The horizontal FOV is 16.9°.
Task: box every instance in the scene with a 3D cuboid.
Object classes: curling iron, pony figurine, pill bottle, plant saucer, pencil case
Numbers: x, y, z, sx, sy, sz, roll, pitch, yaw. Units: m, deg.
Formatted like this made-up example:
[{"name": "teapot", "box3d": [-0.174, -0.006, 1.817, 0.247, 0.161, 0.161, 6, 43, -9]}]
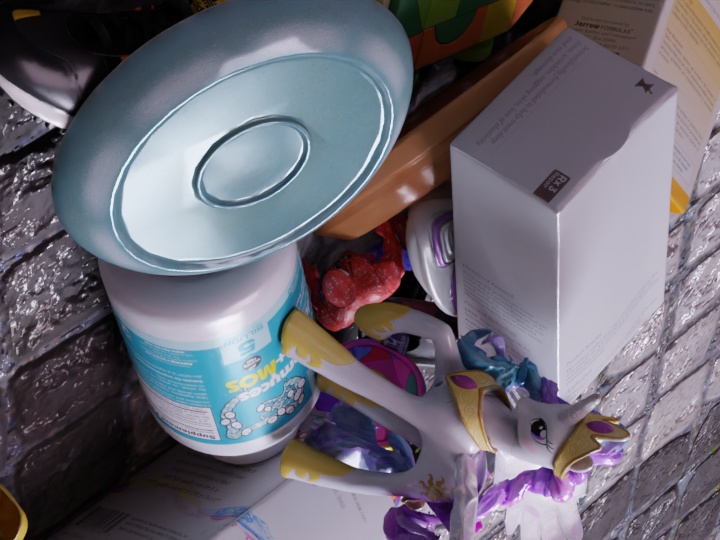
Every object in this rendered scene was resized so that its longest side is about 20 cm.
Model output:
[{"name": "curling iron", "box3d": [0.082, 0.040, 1.617, 0.199, 0.026, 0.050, 4, 149, -30]}, {"name": "pony figurine", "box3d": [0.054, 0.112, 1.373, 0.167, 0.199, 0.194, -50, 152, -43]}, {"name": "pill bottle", "box3d": [-0.081, 0.034, 1.405, 0.111, 0.111, 0.200, -41, 151, -18]}, {"name": "plant saucer", "box3d": [0.046, -0.078, 1.426, 0.200, 0.038, 0.200, -35, -175, 4]}, {"name": "pencil case", "box3d": [-0.006, 0.115, 1.613, 0.088, 0.088, 0.200, -38, 160, -24]}, {"name": "plant saucer", "box3d": [-0.058, -0.061, 1.223, 0.199, 0.027, 0.201, -21, 147, -14]}]

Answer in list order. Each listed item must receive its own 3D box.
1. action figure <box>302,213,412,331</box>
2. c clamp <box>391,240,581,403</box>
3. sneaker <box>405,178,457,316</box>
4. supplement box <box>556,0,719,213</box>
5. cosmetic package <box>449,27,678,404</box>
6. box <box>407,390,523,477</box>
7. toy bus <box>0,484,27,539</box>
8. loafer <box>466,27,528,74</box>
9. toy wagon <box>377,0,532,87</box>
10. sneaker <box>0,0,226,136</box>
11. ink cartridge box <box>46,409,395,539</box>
[{"name": "action figure", "box3d": [0.000, 0.000, 1.475, 0.065, 0.052, 0.200, -33, -176, 9]}, {"name": "c clamp", "box3d": [0.094, 0.001, 1.628, 0.170, 0.027, 0.201, 2, 121, -22]}, {"name": "sneaker", "box3d": [0.055, -0.020, 1.484, 0.075, 0.099, 0.200, -55, 159, 3]}, {"name": "supplement box", "box3d": [0.184, -0.154, 1.534, 0.126, 0.073, 0.201, 40, 66, -56]}, {"name": "cosmetic package", "box3d": [0.115, -0.025, 1.377, 0.113, 0.081, 0.200, -44, 150, -27]}, {"name": "box", "box3d": [0.110, 0.061, 1.559, 0.200, 0.036, 0.143, -44, 163, -3]}, {"name": "toy bus", "box3d": [-0.263, 0.184, 1.309, 0.200, 0.136, 0.192, -51, 166, -7]}, {"name": "loafer", "box3d": [0.129, -0.120, 1.598, 0.200, 0.068, 0.071, 30, 56, -52]}, {"name": "toy wagon", "box3d": [0.043, -0.175, 1.417, 0.200, 0.040, 0.156, -26, 143, -39]}, {"name": "sneaker", "box3d": [-0.102, -0.113, 1.205, 0.200, 0.070, 0.090, 14, 125, -47]}, {"name": "ink cartridge box", "box3d": [-0.095, 0.171, 1.496, 0.200, 0.144, 0.085, -37, 113, -26]}]
